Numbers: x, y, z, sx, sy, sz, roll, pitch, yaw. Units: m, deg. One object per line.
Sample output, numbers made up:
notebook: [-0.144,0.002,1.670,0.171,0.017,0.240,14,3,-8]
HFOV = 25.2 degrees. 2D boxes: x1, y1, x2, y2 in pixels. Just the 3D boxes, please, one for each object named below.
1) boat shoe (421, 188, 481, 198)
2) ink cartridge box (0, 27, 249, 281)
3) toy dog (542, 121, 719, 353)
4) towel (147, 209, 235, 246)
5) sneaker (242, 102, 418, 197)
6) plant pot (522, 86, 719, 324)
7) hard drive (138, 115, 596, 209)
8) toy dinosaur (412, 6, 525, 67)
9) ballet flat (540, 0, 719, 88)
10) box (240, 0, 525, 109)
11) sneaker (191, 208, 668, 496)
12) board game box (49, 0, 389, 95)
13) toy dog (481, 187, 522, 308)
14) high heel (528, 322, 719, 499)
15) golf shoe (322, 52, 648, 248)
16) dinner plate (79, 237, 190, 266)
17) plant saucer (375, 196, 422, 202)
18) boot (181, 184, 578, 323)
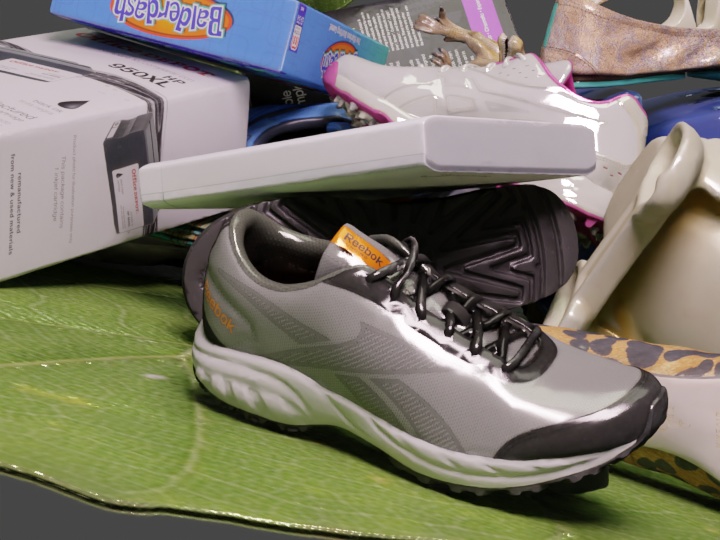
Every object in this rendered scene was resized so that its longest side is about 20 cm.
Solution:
boat shoe: [0.076,-0.018,1.058,0.066,0.072,0.200,45,-6,-14]
ink cartridge box: [-0.179,-0.073,0.909,0.144,0.085,0.199,20,25,31]
toy dog: [0.207,0.030,0.817,0.199,0.140,0.194,33,20,1]
towel: [-0.096,-0.036,1.010,0.198,0.022,0.147,14,15,18]
sneaker: [0.007,-0.075,1.013,0.198,0.067,0.078,-6,8,-23]
plant pot: [0.205,-0.021,1.015,0.178,0.202,0.200,5,8,-4]
hard drive: [0.001,-0.052,0.817,0.199,0.027,0.131,-5,-2,44]
toy dinosaur: [0.086,-0.125,1.031,0.100,0.059,0.200,22,9,13]
ballet flat: [0.200,-0.144,0.967,0.198,0.068,0.068,-4,9,-25]
box: [0.019,-0.127,1.125,0.198,0.144,0.036,-10,-36,-5]
sneaker: [0.021,0.029,0.625,0.198,0.080,0.074,14,28,21]
board game box: [-0.081,-0.150,1.010,0.151,0.045,0.200,16,5,16]
toy dog: [0.128,-0.016,1.174,0.131,0.097,0.200,-2,-31,29]
high heel: [0.144,0.055,0.725,0.198,0.072,0.143,2,16,-17]
golf shoe: [0.073,-0.089,0.927,0.199,0.092,0.075,27,-6,19]
dinner plate: [-0.186,-0.030,1.037,0.198,0.025,0.200,13,5,-1]
plant saucer: [0.022,-0.066,1.225,0.198,0.033,0.201,-1,-30,-1]
boot: [0.001,0.003,0.862,0.209,0.080,0.158,-4,0,-14]
